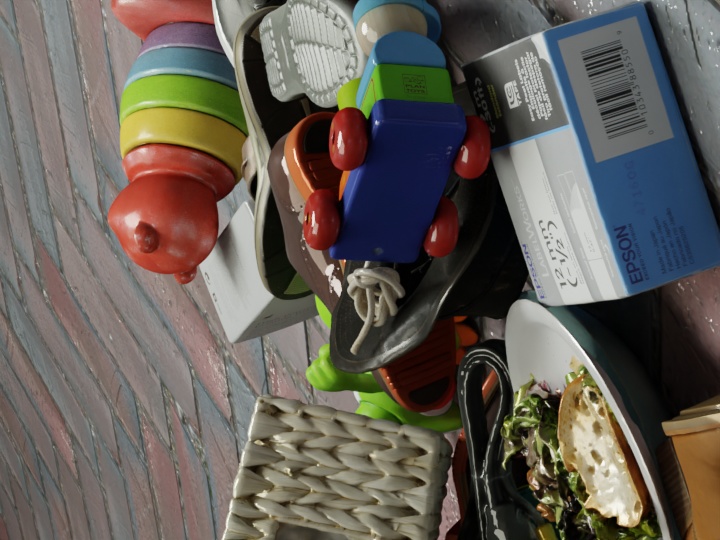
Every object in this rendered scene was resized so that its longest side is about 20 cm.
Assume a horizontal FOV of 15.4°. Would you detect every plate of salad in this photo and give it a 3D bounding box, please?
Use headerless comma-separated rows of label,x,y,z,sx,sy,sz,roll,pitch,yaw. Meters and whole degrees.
plate of salad,0.119,0.112,1.484,0.200,0.048,0.200,60,166,26

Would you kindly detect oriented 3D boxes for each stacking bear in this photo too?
stacking bear,-0.129,-0.092,1.926,0.121,0.114,0.200,48,-133,-57

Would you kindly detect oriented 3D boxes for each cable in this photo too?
cable,0.089,0.137,1.631,0.097,0.050,0.200,-2,101,49

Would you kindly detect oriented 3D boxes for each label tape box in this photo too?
label tape box,0.112,-0.056,1.440,0.143,0.066,0.200,71,162,-2

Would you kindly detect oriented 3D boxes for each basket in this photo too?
basket,-0.011,0.153,1.707,0.200,0.135,0.124,48,-126,-84

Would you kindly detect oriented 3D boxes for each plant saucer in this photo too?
plant saucer,0.147,0.100,1.554,0.201,0.039,0.201,160,90,-74

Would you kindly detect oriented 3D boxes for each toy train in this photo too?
toy train,0.007,-0.057,1.501,0.200,0.085,0.116,110,159,-51

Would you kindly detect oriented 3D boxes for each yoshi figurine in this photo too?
yoshi figurine,0.009,0.052,1.820,0.200,0.112,0.112,102,154,-50

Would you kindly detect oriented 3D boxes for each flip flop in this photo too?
flip flop,-0.051,-0.080,1.792,0.058,0.081,0.200,21,125,62

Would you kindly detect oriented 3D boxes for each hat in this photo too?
hat,0.060,-0.016,1.583,0.201,0.081,0.201,-50,28,40

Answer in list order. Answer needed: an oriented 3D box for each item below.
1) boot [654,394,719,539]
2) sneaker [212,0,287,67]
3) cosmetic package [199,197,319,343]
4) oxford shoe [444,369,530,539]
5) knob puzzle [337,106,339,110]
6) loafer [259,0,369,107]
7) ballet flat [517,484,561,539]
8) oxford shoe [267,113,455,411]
boot,0.211,0.138,1.341,0.200,0.074,0.155,87,161,-76
sneaker,-0.063,-0.202,1.810,0.099,0.071,0.200,-170,66,-77
cosmetic package,-0.045,-0.011,1.927,0.200,0.102,0.074,137,111,-74
oxford shoe,0.101,0.139,1.731,0.072,0.071,0.200,19,129,20
knob puzzle,0.008,-0.136,1.735,0.220,0.030,0.220,57,159,36
loafer,-0.009,-0.140,1.612,0.200,0.070,0.075,-161,60,-74
ballet flat,0.143,0.231,1.686,0.200,0.067,0.067,63,-176,15
oxford shoe,0.000,0.000,1.714,0.073,0.071,0.200,-31,80,56
